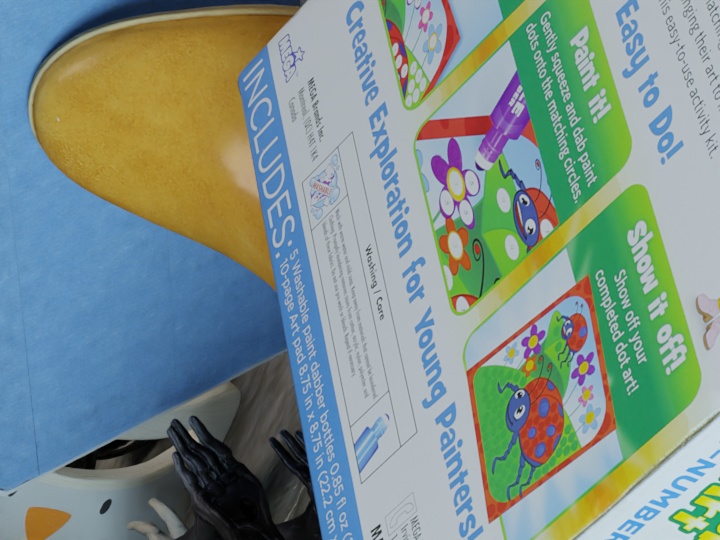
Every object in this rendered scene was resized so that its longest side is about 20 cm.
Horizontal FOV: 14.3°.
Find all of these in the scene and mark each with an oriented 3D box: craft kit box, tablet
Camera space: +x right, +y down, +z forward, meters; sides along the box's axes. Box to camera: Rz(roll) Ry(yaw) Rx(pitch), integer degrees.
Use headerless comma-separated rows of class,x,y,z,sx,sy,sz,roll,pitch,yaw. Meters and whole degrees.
craft kit box,0.057,-0.030,0.615,0.198,0.049,0.200,-47,38,34
tablet,-0.068,-0.034,0.840,0.014,0.130,0.200,37,141,38

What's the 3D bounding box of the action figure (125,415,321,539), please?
action figure,-0.080,0.120,0.926,0.200,0.119,0.102,-45,64,32

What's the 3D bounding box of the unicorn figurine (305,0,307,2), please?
unicorn figurine,-0.030,-0.077,1.020,0.074,0.137,0.200,-65,-2,27

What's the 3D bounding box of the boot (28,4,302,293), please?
boot,0.000,0.001,0.741,0.144,0.201,0.071,-78,-2,-55

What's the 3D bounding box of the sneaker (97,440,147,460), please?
sneaker,-0.090,-0.005,1.203,0.099,0.071,0.200,-95,22,-56

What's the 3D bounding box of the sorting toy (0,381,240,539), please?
sorting toy,-0.134,0.092,1.036,0.180,0.200,0.107,-53,41,28

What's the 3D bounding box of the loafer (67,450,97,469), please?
loafer,-0.132,0.076,1.161,0.070,0.068,0.201,-34,-27,-32
